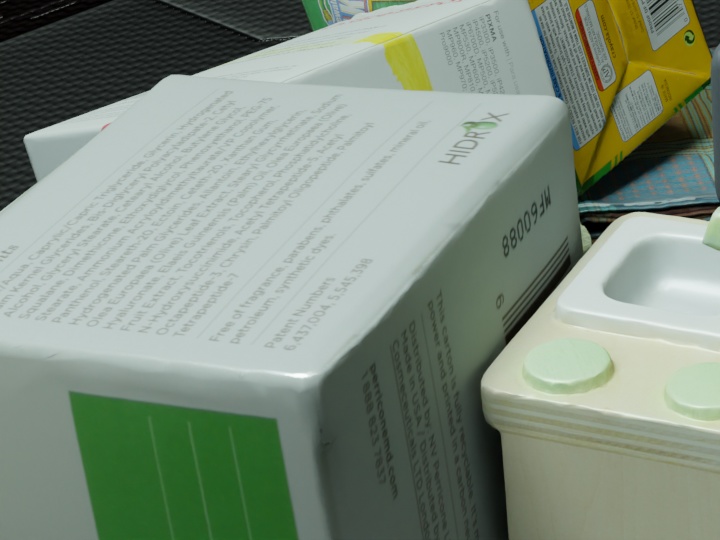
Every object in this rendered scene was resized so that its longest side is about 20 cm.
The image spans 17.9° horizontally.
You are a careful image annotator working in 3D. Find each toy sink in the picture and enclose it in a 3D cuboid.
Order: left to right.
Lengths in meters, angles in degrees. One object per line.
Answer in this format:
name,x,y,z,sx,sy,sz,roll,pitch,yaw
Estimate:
toy sink,0.116,0.054,0.755,0.111,0.201,0.130,9,32,26

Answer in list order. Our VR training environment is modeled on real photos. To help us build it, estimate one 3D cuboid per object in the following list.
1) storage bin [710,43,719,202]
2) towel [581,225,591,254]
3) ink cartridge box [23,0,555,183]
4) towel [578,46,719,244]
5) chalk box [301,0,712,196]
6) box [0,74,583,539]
storage bin,0.254,-0.093,1.056,0.134,0.146,0.200,13,34,33
towel,0.000,0.000,1.033,0.199,0.037,0.148,-18,13,-4
ink cartridge box,-0.026,-0.058,1.040,0.199,0.084,0.145,-25,13,-36
towel,0.157,-0.070,1.185,0.146,0.022,0.200,-8,27,0
chalk box,0.057,-0.124,1.179,0.199,0.125,0.124,5,36,47
box,-0.029,0.063,0.784,0.170,0.200,0.200,6,30,28
